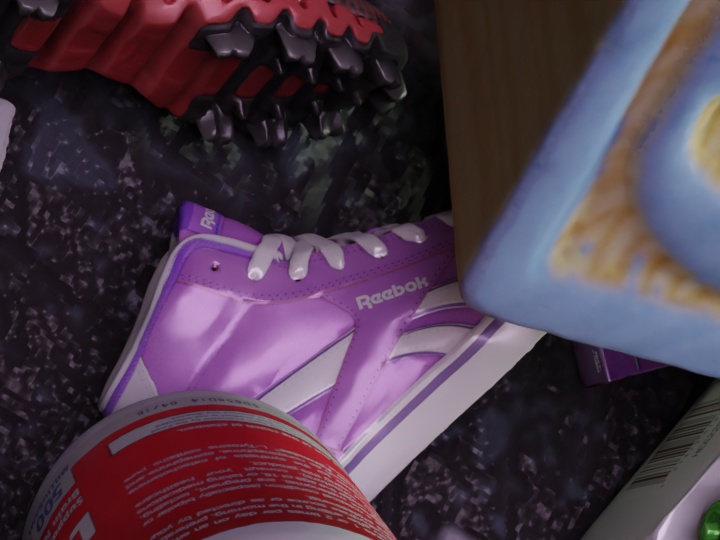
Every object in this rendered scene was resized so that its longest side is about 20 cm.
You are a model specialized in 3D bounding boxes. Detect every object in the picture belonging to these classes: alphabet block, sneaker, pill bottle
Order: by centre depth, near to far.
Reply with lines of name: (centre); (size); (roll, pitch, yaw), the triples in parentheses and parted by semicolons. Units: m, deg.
pill bottle: (-0.032, 0.112, 0.711); (0.111, 0.200, 0.113); (-3, 103, -13)
alphabet block: (0.143, -0.098, 0.787); (0.194, 0.197, 0.201); (16, 42, -17)
sneaker: (-0.071, -0.101, 0.840); (0.199, 0.071, 0.098); (10, 56, -32)
sneaker: (0.000, 0.000, 0.845); (0.200, 0.073, 0.114); (-43, 92, -12)

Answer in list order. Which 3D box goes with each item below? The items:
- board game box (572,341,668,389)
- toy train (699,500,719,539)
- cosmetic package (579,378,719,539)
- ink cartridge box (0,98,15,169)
board game box: (0.112, -0.068, 0.929); (0.119, 0.032, 0.201); (-14, 87, -17)
toy train: (0.140, 0.153, 0.786); (0.041, 0.056, 0.201); (9, 61, -21)
cosmetic package: (0.181, 0.133, 0.898); (0.200, 0.074, 0.102); (45, 70, -7)
ink cartridge box: (-0.217, -0.019, 0.763); (0.199, 0.050, 0.163); (23, 50, -19)
